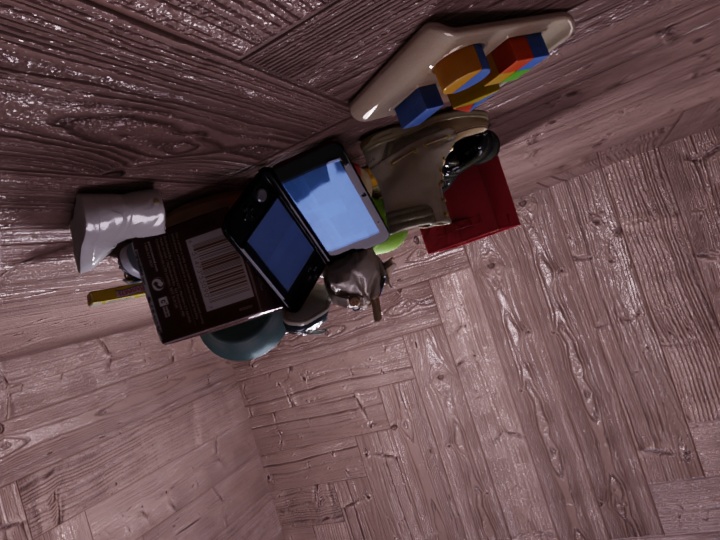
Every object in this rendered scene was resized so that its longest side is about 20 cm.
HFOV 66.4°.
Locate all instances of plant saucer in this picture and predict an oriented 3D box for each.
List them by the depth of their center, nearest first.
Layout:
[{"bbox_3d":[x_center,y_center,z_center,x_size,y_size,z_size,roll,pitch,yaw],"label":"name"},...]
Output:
[{"bbox_3d":[-0.237,-0.092,0.908,0.198,0.033,0.200,-17,177,-1],"label":"plant saucer"},{"bbox_3d":[-0.220,0.063,1.011,0.198,0.202,0.036,-18,160,6],"label":"plant saucer"}]

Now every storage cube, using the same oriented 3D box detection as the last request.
[{"bbox_3d":[0.225,-0.152,1.200,0.170,0.181,0.199,-19,176,31],"label":"storage cube"}]

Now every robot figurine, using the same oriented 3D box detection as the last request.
[{"bbox_3d":[0.027,-0.092,1.143,0.175,0.117,0.199,-29,171,31],"label":"robot figurine"}]

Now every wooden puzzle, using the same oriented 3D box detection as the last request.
[{"bbox_3d":[0.111,-0.212,0.612,0.199,0.047,0.185,-17,177,-29],"label":"wooden puzzle"}]

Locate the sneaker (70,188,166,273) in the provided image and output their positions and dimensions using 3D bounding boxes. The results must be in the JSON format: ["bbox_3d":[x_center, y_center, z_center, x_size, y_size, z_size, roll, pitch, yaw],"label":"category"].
[{"bbox_3d":[-0.320,-0.051,0.736,0.115,0.074,0.199,-12,174,-35],"label":"sneaker"}]

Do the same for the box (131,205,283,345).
[{"bbox_3d":[-0.224,0.007,0.882,0.163,0.167,0.200,-18,178,7],"label":"box"}]

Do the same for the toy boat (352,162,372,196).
[{"bbox_3d":[-0.073,-0.113,0.921,0.130,0.132,0.199,20,155,-34],"label":"toy boat"}]

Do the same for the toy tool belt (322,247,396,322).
[{"bbox_3d":[0.000,0.000,0.978,0.124,0.123,0.201,-29,-155,13],"label":"toy tool belt"}]

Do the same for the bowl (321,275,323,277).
[{"bbox_3d":[-0.118,-0.069,1.134,0.200,0.091,0.201,25,-170,-5],"label":"bowl"}]

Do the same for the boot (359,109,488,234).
[{"bbox_3d":[0.113,-0.145,0.813,0.198,0.156,0.072,-17,178,-10],"label":"boot"}]

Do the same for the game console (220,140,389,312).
[{"bbox_3d":[-0.071,-0.055,0.796,0.118,0.201,0.173,5,-127,37],"label":"game console"}]

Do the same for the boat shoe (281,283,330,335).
[{"bbox_3d":[-0.089,0.074,0.926,0.074,0.062,0.200,10,-166,1],"label":"boat shoe"}]

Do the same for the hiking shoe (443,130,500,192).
[{"bbox_3d":[0.150,-0.198,0.997,0.199,0.076,0.100,-33,163,23],"label":"hiking shoe"}]

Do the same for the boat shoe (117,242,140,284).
[{"bbox_3d":[-0.420,-0.005,1.032,0.090,0.071,0.200,-20,179,3],"label":"boat shoe"}]

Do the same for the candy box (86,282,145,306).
[{"bbox_3d":[-0.392,0.034,1.014,0.198,0.027,0.102,-12,-178,-31],"label":"candy box"}]

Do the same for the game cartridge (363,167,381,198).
[{"bbox_3d":[0.016,-0.167,1.092,0.175,0.033,0.200,-19,179,24],"label":"game cartridge"}]
